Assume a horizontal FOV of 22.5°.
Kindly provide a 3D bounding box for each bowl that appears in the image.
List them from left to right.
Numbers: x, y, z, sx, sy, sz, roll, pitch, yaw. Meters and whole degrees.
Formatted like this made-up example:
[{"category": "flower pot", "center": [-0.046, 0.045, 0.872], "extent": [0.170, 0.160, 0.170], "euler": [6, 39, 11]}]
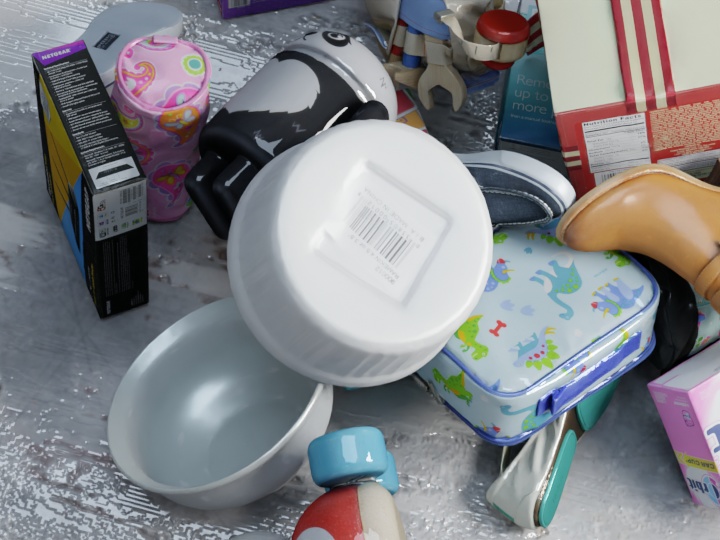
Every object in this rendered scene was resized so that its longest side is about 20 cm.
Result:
[{"category": "bowl", "center": [-0.099, 0.122, 1.473], "extent": [0.200, 0.091, 0.202], "euler": [-18, 41, 16]}]

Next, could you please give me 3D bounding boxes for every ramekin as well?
[{"category": "ramekin", "center": [0.005, -0.018, 1.382], "extent": [0.199, 0.098, 0.202], "euler": [4, 77, -17]}]

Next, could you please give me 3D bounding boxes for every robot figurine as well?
[{"category": "robot figurine", "center": [-0.057, -0.113, 1.524], "extent": [0.150, 0.125, 0.200], "euler": [36, 65, 16]}]

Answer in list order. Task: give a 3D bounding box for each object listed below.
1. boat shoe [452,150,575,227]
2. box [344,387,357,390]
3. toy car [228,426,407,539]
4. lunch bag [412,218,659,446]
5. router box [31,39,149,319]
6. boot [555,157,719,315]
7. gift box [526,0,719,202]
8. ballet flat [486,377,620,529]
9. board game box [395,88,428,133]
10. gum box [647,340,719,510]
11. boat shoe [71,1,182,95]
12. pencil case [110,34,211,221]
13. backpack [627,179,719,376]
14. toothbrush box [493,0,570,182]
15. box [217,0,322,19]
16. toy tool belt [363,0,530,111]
[{"category": "boat shoe", "center": [0.079, -0.048, 1.505], "extent": [0.199, 0.071, 0.091], "euler": [9, 58, 38]}, {"category": "box", "center": [0.000, 0.000, 1.593], "extent": [0.082, 0.049, 0.201], "euler": [-12, 62, -11]}, {"category": "toy car", "center": [-0.057, 0.241, 1.396], "extent": [0.198, 0.177, 0.186], "euler": [-13, 73, 2]}, {"category": "lunch bag", "center": [0.139, 0.045, 1.493], "extent": [0.199, 0.083, 0.161], "euler": [-32, 53, -26]}, {"category": "router box", "center": [-0.227, -0.074, 1.531], "extent": [0.051, 0.201, 0.150], "euler": [-18, 62, -16]}, {"category": "boot", "center": [0.271, -0.007, 1.463], "extent": [0.198, 0.077, 0.156], "euler": [-9, 58, -20]}, {"category": "gift box", "center": [0.233, -0.178, 1.546], "extent": [0.183, 0.200, 0.188], "euler": [-7, 64, 5]}, {"category": "ballet flat", "center": [0.163, 0.125, 1.533], "extent": [0.069, 0.070, 0.201], "euler": [25, 63, 10]}, {"category": "board game box", "center": [-0.034, -0.097, 1.604], "extent": [0.198, 0.030, 0.096], "euler": [-16, 63, -11]}, {"category": "gum box", "center": [0.353, 0.103, 1.522], "extent": [0.199, 0.066, 0.114], "euler": [-28, 103, -19]}, {"category": "boat shoe", "center": [-0.222, -0.180, 1.668], "extent": [0.074, 0.087, 0.202], "euler": [15, 31, 10]}, {"category": "pencil case", "center": [-0.175, -0.122, 1.564], "extent": [0.087, 0.200, 0.088], "euler": [3, 63, -7]}, {"category": "backpack", "center": [0.313, -0.014, 1.583], "extent": [0.199, 0.127, 0.168], "euler": [-20, 60, -19]}, {"category": "toothbrush box", "center": [0.206, -0.168, 1.686], "extent": [0.145, 0.086, 0.201], "euler": [12, 59, 2]}, {"category": "box", "center": [-0.056, -0.328, 1.782], "extent": [0.198, 0.039, 0.138], "euler": [-12, 63, -10]}, {"category": "toy tool belt", "center": [0.076, -0.203, 1.603], "extent": [0.124, 0.124, 0.200], "euler": [-17, 43, -29]}]
